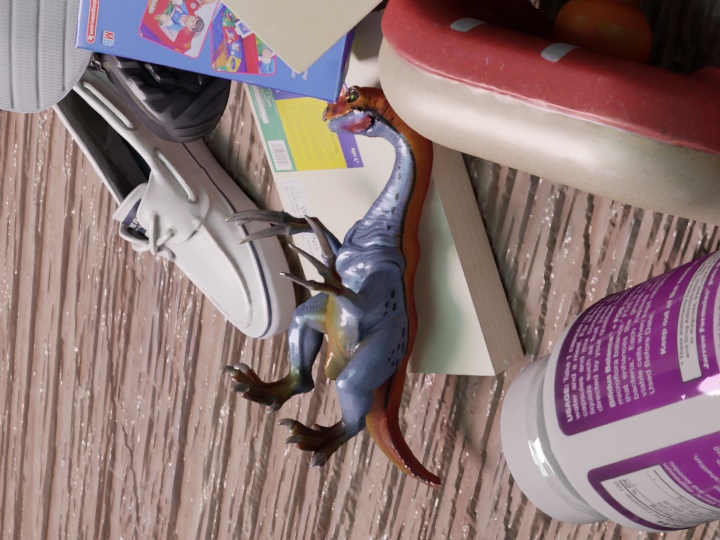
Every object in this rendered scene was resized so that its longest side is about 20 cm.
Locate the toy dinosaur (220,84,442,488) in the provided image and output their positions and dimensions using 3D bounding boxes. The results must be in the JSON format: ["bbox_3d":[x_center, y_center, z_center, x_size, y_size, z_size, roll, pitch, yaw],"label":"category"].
[{"bbox_3d":[0.000,0.000,1.131,0.182,0.199,0.105,-56,48,13],"label":"toy dinosaur"}]

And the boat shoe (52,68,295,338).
[{"bbox_3d":[-0.114,-0.039,1.272,0.200,0.065,0.074,54,143,11],"label":"boat shoe"}]

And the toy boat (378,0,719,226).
[{"bbox_3d":[0.103,-0.103,0.945,0.199,0.130,0.132,21,98,41],"label":"toy boat"}]

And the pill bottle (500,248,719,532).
[{"bbox_3d":[0.151,0.054,0.971,0.200,0.112,0.113,-26,92,54],"label":"pill bottle"}]

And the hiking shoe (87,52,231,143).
[{"bbox_3d":[-0.122,-0.138,1.214,0.101,0.075,0.201,91,155,-57],"label":"hiking shoe"}]

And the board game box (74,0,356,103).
[{"bbox_3d":[-0.057,-0.190,1.039,0.134,0.045,0.201,12,120,2],"label":"board game box"}]

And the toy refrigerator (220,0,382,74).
[{"bbox_3d":[-0.074,-0.186,0.974,0.200,0.076,0.070,42,116,-16],"label":"toy refrigerator"}]

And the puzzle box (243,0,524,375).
[{"bbox_3d":[0.007,-0.041,1.157,0.133,0.025,0.201,0,112,51],"label":"puzzle box"}]

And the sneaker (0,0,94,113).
[{"bbox_3d":[-0.160,-0.168,1.127,0.073,0.071,0.201,13,136,-9],"label":"sneaker"}]
